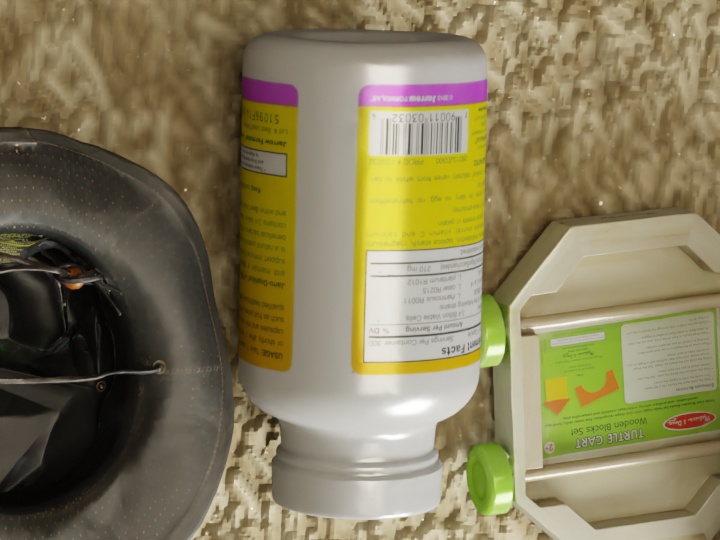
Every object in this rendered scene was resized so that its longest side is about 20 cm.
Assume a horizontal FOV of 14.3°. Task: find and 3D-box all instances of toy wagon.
[{"bbox_3d":[0.122,0.074,1.311,0.155,0.040,0.200,-6,101,-18],"label":"toy wagon"}]

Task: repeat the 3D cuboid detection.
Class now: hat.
[{"bbox_3d":[-0.150,0.042,1.188,0.200,0.081,0.201,0,91,-24],"label":"hat"}]

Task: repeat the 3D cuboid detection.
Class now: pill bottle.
[{"bbox_3d":[0.000,0.000,1.221,0.104,0.104,0.200,-1,99,-20],"label":"pill bottle"}]
